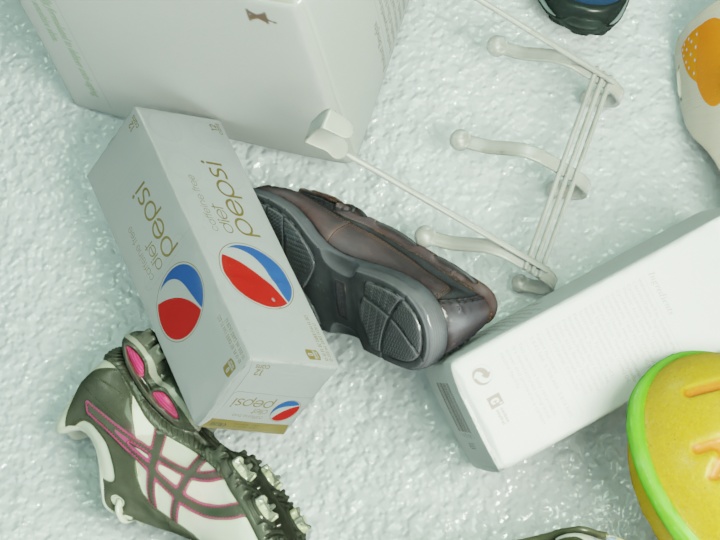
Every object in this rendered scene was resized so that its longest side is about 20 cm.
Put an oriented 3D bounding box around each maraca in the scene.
[{"bbox_3d":[0.221,0.129,1.256,0.137,0.107,0.200,-31,79,-39],"label":"maraca"}]

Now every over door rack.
[{"bbox_3d":[0.058,-0.094,1.385,0.200,0.066,0.148,34,66,-31],"label":"over door rack"}]

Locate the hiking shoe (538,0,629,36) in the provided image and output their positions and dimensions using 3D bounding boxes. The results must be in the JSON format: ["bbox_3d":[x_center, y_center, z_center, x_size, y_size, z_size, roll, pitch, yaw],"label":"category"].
[{"bbox_3d":[0.147,-0.247,1.472,0.074,0.087,0.201,7,68,-2],"label":"hiking shoe"}]

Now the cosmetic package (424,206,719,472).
[{"bbox_3d":[0.142,0.038,1.341,0.199,0.102,0.074,-27,92,-7],"label":"cosmetic package"}]

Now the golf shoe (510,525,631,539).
[{"bbox_3d":[0.141,0.180,1.288,0.199,0.097,0.079,-4,56,0],"label":"golf shoe"}]

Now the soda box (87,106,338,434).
[{"bbox_3d":[-0.089,-0.001,1.365,0.068,0.064,0.201,8,43,-41],"label":"soda box"}]

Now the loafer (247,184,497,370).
[{"bbox_3d":[0.000,0.000,1.374,0.063,0.072,0.200,-19,34,-32],"label":"loafer"}]

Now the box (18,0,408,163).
[{"bbox_3d":[-0.083,-0.196,1.403,0.199,0.199,0.172,12,68,14],"label":"box"}]

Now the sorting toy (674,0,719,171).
[{"bbox_3d":[0.294,-0.079,1.387,0.199,0.107,0.181,-2,69,3],"label":"sorting toy"}]

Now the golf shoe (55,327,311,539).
[{"bbox_3d":[-0.096,0.130,1.350,0.088,0.077,0.200,-40,65,6],"label":"golf shoe"}]
